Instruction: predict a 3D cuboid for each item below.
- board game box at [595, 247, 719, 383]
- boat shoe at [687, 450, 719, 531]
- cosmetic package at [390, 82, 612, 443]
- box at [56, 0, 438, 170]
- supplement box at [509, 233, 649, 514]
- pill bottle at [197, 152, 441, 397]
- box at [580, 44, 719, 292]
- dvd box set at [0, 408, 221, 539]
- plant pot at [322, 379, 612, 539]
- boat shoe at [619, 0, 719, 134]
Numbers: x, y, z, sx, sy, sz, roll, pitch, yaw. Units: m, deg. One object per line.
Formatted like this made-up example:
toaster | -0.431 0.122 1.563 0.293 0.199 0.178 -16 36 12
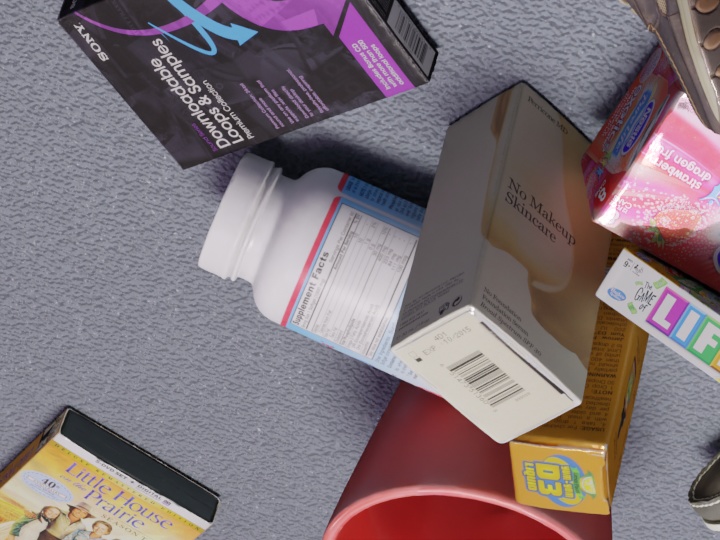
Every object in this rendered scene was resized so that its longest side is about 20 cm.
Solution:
board game box | 0.235 0.038 1.482 0.134 0.200 0.034 36 103 19
boat shoe | 0.289 0.107 1.646 0.060 0.072 0.202 32 129 -21
cosmetic package | 0.093 -0.007 1.491 0.105 0.201 0.071 39 132 -25
box | -0.072 -0.146 1.518 0.199 0.036 0.143 -17 128 33
supplement box | 0.144 0.056 1.541 0.068 0.201 0.067 3 136 13
pill bottle | 0.000 0.000 1.590 0.199 0.109 0.109 24 138 1
box | 0.243 -0.040 1.467 0.199 0.095 0.103 29 114 -13
dvd box set | -0.221 0.198 1.929 0.146 0.030 0.200 33 135 -17
plant pot | 0.087 0.146 1.670 0.199 0.178 0.201 8 136 8
boat shoe | 0.180 -0.173 1.354 0.073 0.074 0.201 -8 98 58
